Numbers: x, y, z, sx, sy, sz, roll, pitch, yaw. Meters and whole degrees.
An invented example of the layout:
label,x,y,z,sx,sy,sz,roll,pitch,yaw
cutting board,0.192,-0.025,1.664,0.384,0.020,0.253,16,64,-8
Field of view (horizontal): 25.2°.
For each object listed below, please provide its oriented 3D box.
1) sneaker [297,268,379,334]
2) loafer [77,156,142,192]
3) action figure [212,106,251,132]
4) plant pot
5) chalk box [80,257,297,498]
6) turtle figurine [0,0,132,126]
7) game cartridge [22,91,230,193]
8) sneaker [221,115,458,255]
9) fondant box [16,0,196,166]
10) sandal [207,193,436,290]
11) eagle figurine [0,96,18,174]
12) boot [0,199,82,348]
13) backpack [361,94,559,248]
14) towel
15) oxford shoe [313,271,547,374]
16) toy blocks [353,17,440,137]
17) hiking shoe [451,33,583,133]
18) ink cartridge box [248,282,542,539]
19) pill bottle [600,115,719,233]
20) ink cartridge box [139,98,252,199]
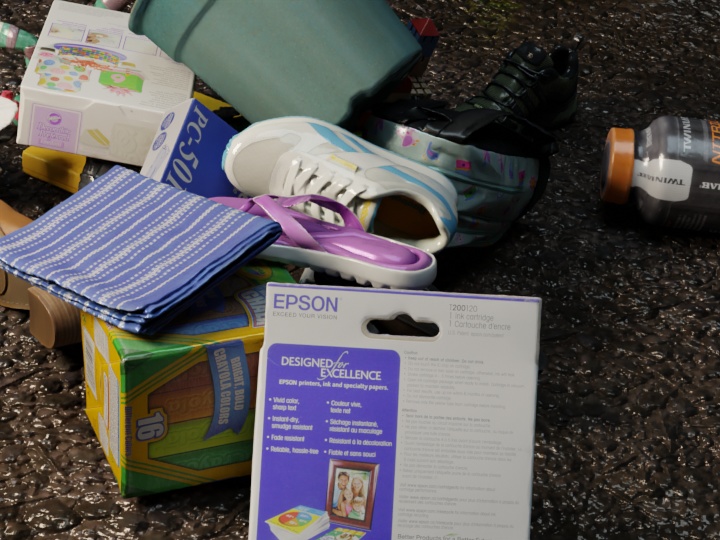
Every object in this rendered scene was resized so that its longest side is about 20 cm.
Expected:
label,x,y,z,sx,sy,sz,roll,pitch,yaw
sneaker,-0.001,0.000,1.353,0.070,0.094,0.200,19,36,18
loafer,-0.149,-0.067,1.422,0.199,0.071,0.068,9,0,-18
action figure,-0.108,-0.116,1.483,0.198,0.055,0.119,1,65,5
plant pot,-0.063,-0.207,1.388,0.196,0.200,0.200,47,42,2
chalk box,-0.098,0.071,1.198,0.198,0.125,0.124,-9,31,-20
turtle figurine,-0.291,-0.202,1.588,0.199,0.150,0.101,-36,61,6
game cartridge,-0.197,-0.116,1.555,0.175,0.033,0.200,22,39,22
sneaker,-0.015,-0.067,1.298,0.198,0.077,0.081,15,23,-5
fondant box,-0.220,-0.168,1.440,0.143,0.059,0.200,10,29,-7
sandal,-0.034,-0.035,1.225,0.201,0.050,0.082,15,23,12
eagle figurine,-0.417,-0.118,1.413,0.151,0.199,0.152,-3,61,50
boot,-0.232,-0.016,1.356,0.154,0.077,0.200,-17,38,-34
backpack,0.073,-0.088,1.438,0.166,0.128,0.200,13,8,22
towel,-0.170,-0.022,1.187,0.199,0.024,0.145,20,45,40
oxford shoe,0.041,0.054,1.260,0.199,0.085,0.073,33,27,-3
toy blocks,-0.005,-0.184,1.561,0.199,0.137,0.100,-4,48,-30
hiking shoe,0.151,-0.186,1.648,0.075,0.101,0.199,31,41,33
ink cartridge box,0.025,0.114,1.116,0.196,0.202,0.043,4,-4,-3
pill bottle,0.330,-0.089,1.532,0.198,0.107,0.107,7,34,1
ink cartridge box,-0.145,-0.030,1.303,0.044,0.094,0.201,-17,46,46
